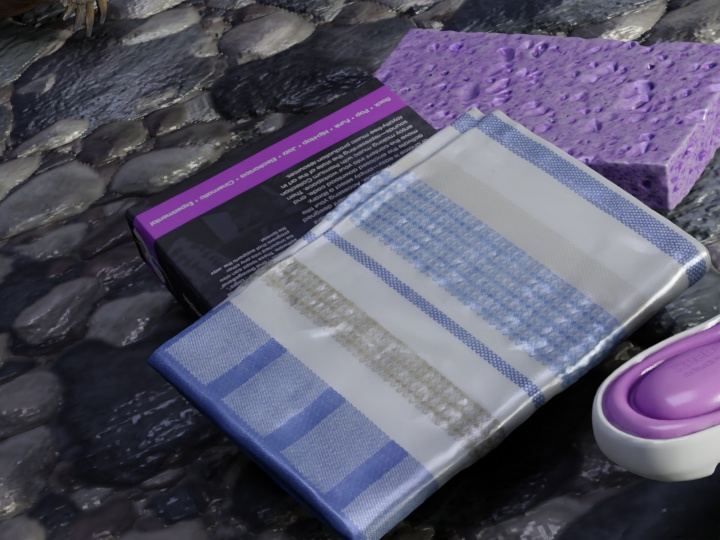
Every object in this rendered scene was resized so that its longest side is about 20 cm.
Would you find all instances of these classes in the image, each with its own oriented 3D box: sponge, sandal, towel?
[{"bbox_3d":[0.085,-0.078,0.967,0.198,0.030,0.112,7,40,33],"label":"sponge"},{"bbox_3d":[0.168,0.007,0.693,0.202,0.050,0.082,-33,36,-24],"label":"sandal"},{"bbox_3d":[0.028,0.017,0.793,0.199,0.024,0.147,-37,50,-21],"label":"towel"}]

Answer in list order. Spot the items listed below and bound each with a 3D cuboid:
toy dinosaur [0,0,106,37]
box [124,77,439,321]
[{"bbox_3d":[-0.218,-0.192,1.239,0.134,0.087,0.200,-10,15,-7],"label":"toy dinosaur"},{"bbox_3d":[0.000,0.000,0.862,0.142,0.036,0.200,-28,42,-15],"label":"box"}]
